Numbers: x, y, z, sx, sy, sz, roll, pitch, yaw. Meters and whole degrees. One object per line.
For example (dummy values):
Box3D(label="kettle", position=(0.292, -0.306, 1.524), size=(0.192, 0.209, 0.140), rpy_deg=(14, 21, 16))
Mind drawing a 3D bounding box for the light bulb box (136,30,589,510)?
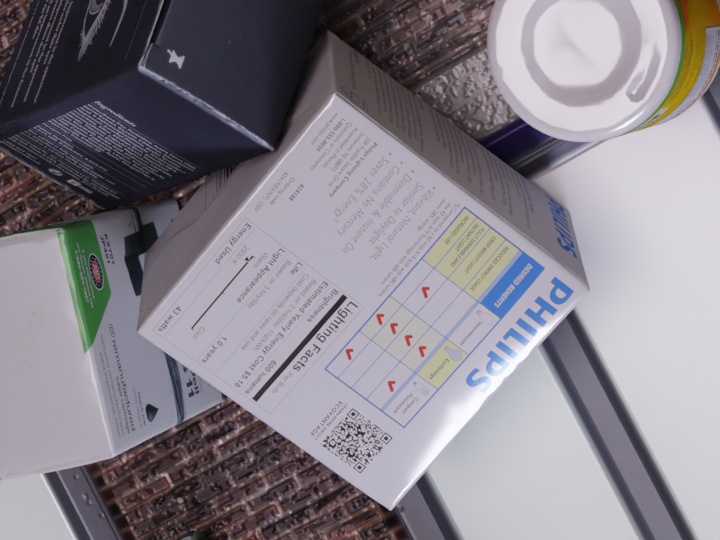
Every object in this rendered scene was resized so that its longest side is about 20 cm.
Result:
Box3D(label="light bulb box", position=(0.000, 0.000, 1.637), size=(0.200, 0.125, 0.198), rpy_deg=(36, 108, -16))

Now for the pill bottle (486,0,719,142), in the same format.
Box3D(label="pill bottle", position=(0.151, -0.137, 1.563), size=(0.110, 0.200, 0.112), rpy_deg=(2, 97, 18))

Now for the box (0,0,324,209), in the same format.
Box3D(label="box", position=(-0.123, -0.138, 1.634), size=(0.200, 0.104, 0.149), rpy_deg=(-14, 52, 53))

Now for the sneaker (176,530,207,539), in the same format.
Box3D(label="sneaker", position=(-0.061, 0.248, 1.753), size=(0.200, 0.074, 0.080), rpy_deg=(35, 101, 12))

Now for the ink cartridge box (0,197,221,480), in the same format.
Box3D(label="ink cartridge box", position=(-0.170, 0.038, 1.697), size=(0.083, 0.200, 0.148), rpy_deg=(-12, 94, 17))
